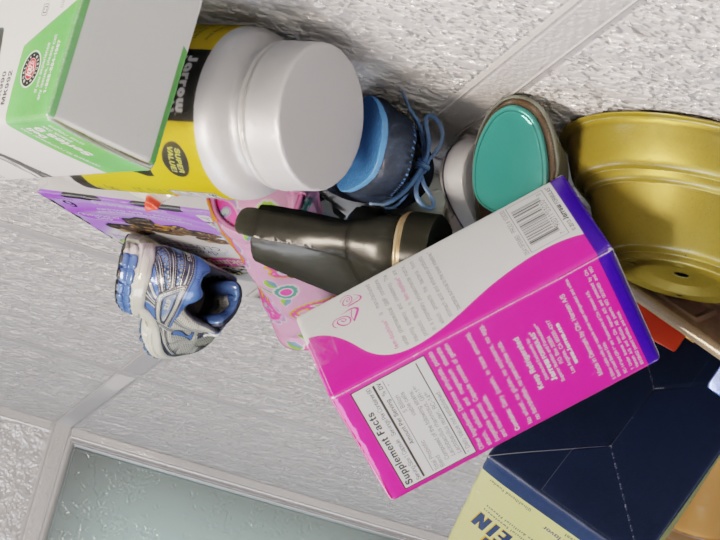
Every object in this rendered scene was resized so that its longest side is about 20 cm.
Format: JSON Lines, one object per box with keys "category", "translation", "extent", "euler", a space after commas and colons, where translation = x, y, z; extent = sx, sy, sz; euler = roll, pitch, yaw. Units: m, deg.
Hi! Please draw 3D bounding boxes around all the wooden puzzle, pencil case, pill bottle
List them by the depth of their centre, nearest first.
{"category": "pill bottle", "translation": [-0.105, -0.105, 1.507], "extent": [0.200, 0.114, 0.114], "euler": [5, 164, 35]}
{"category": "wooden puzzle", "translation": [0.254, 0.046, 1.637], "extent": [0.200, 0.046, 0.185], "euler": [31, -165, 17]}
{"category": "pencil case", "translation": [-0.051, -0.014, 1.729], "extent": [0.087, 0.087, 0.200], "euler": [9, 153, 22]}

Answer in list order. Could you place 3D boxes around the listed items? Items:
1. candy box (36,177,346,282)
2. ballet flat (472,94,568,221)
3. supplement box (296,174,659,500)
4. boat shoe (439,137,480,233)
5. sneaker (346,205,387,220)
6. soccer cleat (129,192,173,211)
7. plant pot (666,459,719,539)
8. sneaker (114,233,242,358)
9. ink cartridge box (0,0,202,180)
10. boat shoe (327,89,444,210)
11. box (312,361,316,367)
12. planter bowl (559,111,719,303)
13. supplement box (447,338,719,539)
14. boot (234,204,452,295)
{"category": "candy box", "translation": [-0.131, -0.053, 1.841], "extent": [0.168, 0.072, 0.200], "euler": [7, 165, 28]}
{"category": "ballet flat", "translation": [0.112, -0.040, 1.557], "extent": [0.067, 0.064, 0.200], "euler": [23, 129, 28]}
{"category": "supplement box", "translation": [0.075, 0.043, 1.486], "extent": [0.103, 0.200, 0.101], "euler": [62, -178, -34]}
{"category": "boat shoe", "translation": [0.092, -0.045, 1.650], "extent": [0.066, 0.072, 0.200], "euler": [9, 171, 28]}
{"category": "sneaker", "translation": [0.054, 0.014, 1.893], "extent": [0.082, 0.073, 0.200], "euler": [19, 171, 33]}
{"category": "soccer cleat", "translation": [-0.091, -0.104, 1.621], "extent": [0.200, 0.078, 0.069], "euler": [-18, 130, 32]}
{"category": "plant pot", "translation": [0.301, 0.131, 1.919], "extent": [0.200, 0.200, 0.183], "euler": [13, 151, 8]}
{"category": "sneaker", "translation": [-0.137, 0.031, 1.883], "extent": [0.085, 0.077, 0.200], "euler": [9, 167, 13]}
{"category": "ink cartridge box", "translation": [-0.193, -0.137, 1.399], "extent": [0.084, 0.146, 0.200], "euler": [24, 164, -37]}
{"category": "boat shoe", "translation": [0.022, -0.081, 1.580], "extent": [0.069, 0.084, 0.200], "euler": [17, -177, -8]}
{"category": "box", "translation": [0.063, 0.071, 1.754], "extent": [0.144, 0.036, 0.200], "euler": [20, -169, 15]}
{"category": "planter bowl", "translation": [0.221, -0.030, 1.527], "extent": [0.200, 0.084, 0.200], "euler": [15, 167, 3]}
{"category": "supplement box", "translation": [0.179, 0.158, 1.742], "extent": [0.134, 0.200, 0.200], "euler": [35, 148, 11]}
{"category": "boot", "translation": [0.000, 0.000, 1.620], "extent": [0.138, 0.078, 0.200], "euler": [8, 157, 14]}
